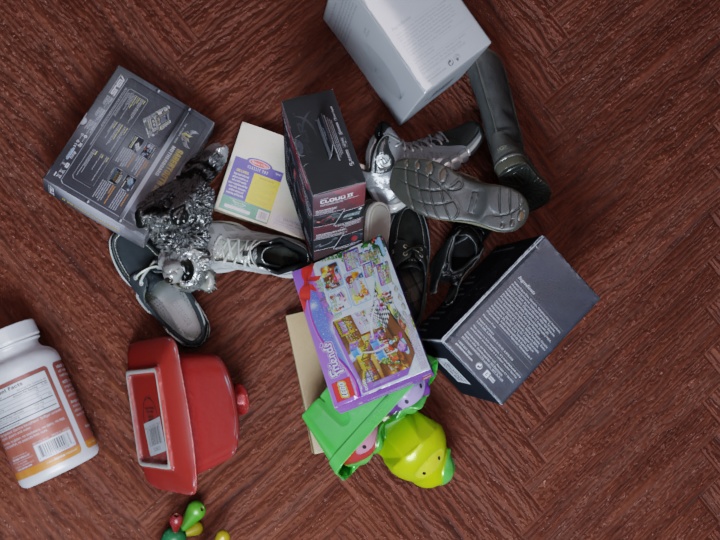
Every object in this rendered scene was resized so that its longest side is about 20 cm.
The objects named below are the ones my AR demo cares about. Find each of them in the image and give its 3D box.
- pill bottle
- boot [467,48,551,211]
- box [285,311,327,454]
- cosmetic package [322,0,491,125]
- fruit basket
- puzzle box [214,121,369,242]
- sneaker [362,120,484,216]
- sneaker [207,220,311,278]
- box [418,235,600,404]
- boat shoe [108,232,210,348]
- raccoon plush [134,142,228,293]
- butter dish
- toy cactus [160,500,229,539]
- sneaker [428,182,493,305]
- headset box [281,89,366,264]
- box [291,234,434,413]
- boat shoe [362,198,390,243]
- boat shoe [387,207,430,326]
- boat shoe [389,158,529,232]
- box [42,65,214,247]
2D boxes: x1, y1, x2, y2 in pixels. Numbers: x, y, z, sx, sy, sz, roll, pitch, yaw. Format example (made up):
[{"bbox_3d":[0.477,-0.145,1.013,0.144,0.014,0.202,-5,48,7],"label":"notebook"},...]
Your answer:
[{"bbox_3d":[-0.435,0.173,1.278,0.111,0.112,0.203,-23,89,-9],"label":"pill bottle"},{"bbox_3d":[0.211,-0.202,1.412,0.072,0.182,0.202,-22,61,9],"label":"boot"},{"bbox_3d":[-0.012,0.145,1.387,0.161,0.021,0.204,-12,88,-9],"label":"box"},{"bbox_3d":[0.058,-0.337,1.342,0.122,0.199,0.201,-37,92,-9],"label":"cosmetic package"},{"bbox_3d":[0.047,0.216,1.316,0.211,0.156,0.219,-1,73,4],"label":"fruit basket"},{"bbox_3d":[-0.099,-0.119,1.391,0.197,0.025,0.135,19,84,-7],"label":"puzzle box"},{"bbox_3d":[0.080,-0.179,1.384,0.199,0.075,0.116,-40,110,-9],"label":"sneaker"},{"bbox_3d":[-0.161,-0.034,1.331,0.197,0.115,0.077,6,85,-8],"label":"sneaker"},{"bbox_3d":[0.192,0.067,1.334,0.124,0.200,0.197,45,82,-5],"label":"box"},{"bbox_3d":[-0.277,0.020,1.337,0.076,0.060,0.200,-43,92,-7],"label":"boat shoe"},{"bbox_3d":[-0.209,-0.062,1.298,0.200,0.096,0.135,-46,129,-31],"label":"raccoon plush"},{"bbox_3d":[-0.218,0.184,1.292,0.146,0.199,0.203,-7,86,-32],"label":"butter dish"},{"bbox_3d":[-0.259,0.417,1.305,0.162,0.102,0.204,2,94,2],"label":"toy cactus"},{"bbox_3d":[0.155,-0.043,1.384,0.060,0.104,0.201,33,82,-5],"label":"sneaker"},{"bbox_3d":[-0.049,-0.125,1.266,0.074,0.201,0.150,-15,64,-10],"label":"headset box"},{"bbox_3d":[0.001,0.069,1.276,0.135,0.039,0.203,-21,67,5],"label":"box"},{"bbox_3d":[0.000,0.000,1.368,0.066,0.056,0.204,10,88,-43],"label":"boat shoe"},{"bbox_3d":[0.071,-0.004,1.380,0.067,0.057,0.204,5,74,-10],"label":"boat shoe"},{"bbox_3d":[0.136,-0.100,1.341,0.197,0.074,0.077,21,96,9],"label":"boat shoe"},{"bbox_3d":[-0.316,-0.158,1.331,0.157,0.048,0.202,29,70,-7],"label":"box"}]
